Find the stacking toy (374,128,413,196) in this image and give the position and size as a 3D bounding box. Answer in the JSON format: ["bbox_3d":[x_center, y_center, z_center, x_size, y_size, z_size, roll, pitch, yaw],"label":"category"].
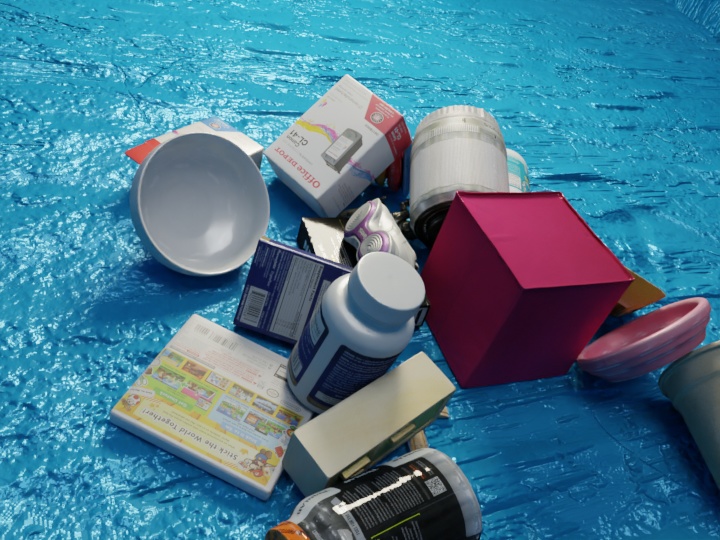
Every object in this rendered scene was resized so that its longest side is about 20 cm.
[{"bbox_3d":[-0.003,-0.197,1.234,0.199,0.117,0.110,-1,20,0],"label":"stacking toy"}]

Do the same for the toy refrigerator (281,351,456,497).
[{"bbox_3d":[0.014,0.178,0.783,0.199,0.076,0.070,-25,61,-36],"label":"toy refrigerator"}]

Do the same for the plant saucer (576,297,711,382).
[{"bbox_3d":[0.415,0.106,1.001,0.200,0.200,0.051,-23,83,-40],"label":"plant saucer"}]

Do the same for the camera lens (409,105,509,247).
[{"bbox_3d":[0.158,-0.142,1.110,0.159,0.160,0.201,10,59,-12],"label":"camera lens"}]

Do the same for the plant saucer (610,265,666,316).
[{"bbox_3d":[0.377,0.011,1.121,0.200,0.049,0.200,36,1,15],"label":"plant saucer"}]

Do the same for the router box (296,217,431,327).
[{"bbox_3d":[0.000,0.000,1.035,0.148,0.051,0.201,-2,44,-22],"label":"router box"}]

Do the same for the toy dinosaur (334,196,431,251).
[{"bbox_3d":[0.053,-0.089,1.167,0.199,0.048,0.088,16,46,0],"label":"toy dinosaur"}]

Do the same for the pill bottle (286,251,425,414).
[{"bbox_3d":[-0.005,0.074,0.803,0.110,0.200,0.111,17,43,-16],"label":"pill bottle"}]

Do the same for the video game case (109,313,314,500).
[{"bbox_3d":[-0.159,0.153,0.820,0.199,0.023,0.182,26,40,4],"label":"video game case"}]

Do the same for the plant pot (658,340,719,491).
[{"bbox_3d":[0.535,0.215,0.932,0.199,0.201,0.184,8,52,-15],"label":"plant pot"}]

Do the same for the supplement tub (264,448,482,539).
[{"bbox_3d":[0.013,0.266,0.688,0.199,0.123,0.123,-12,50,-34],"label":"supplement tub"}]

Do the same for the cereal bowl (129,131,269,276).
[{"bbox_3d":[-0.232,-0.088,0.969,0.199,0.083,0.201,5,82,-38],"label":"cereal bowl"}]

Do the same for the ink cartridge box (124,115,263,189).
[{"bbox_3d":[-0.264,-0.167,1.099,0.116,0.067,0.200,35,42,17],"label":"ink cartridge box"}]

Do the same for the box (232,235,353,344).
[{"bbox_3d":[-0.056,0.045,0.911,0.199,0.122,0.032,20,10,-1],"label":"box"}]

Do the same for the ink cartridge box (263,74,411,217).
[{"bbox_3d":[-0.037,-0.204,1.145,0.200,0.086,0.148,-44,64,-8],"label":"ink cartridge box"}]

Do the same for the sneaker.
[{"bbox_3d":[0.032,-0.033,1.002,0.100,0.075,0.200,42,18,-27],"label":"sneaker"}]

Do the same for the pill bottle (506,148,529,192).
[{"bbox_3d":[0.250,-0.127,1.239,0.110,0.111,0.201,17,41,-4],"label":"pill bottle"}]

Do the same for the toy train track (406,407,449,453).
[{"bbox_3d":[0.072,0.200,0.856,0.114,0.033,0.201,4,43,-18],"label":"toy train track"}]

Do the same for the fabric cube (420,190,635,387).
[{"bbox_3d":[0.220,0.022,0.991,0.195,0.200,0.200,-3,45,-25],"label":"fabric cube"}]
